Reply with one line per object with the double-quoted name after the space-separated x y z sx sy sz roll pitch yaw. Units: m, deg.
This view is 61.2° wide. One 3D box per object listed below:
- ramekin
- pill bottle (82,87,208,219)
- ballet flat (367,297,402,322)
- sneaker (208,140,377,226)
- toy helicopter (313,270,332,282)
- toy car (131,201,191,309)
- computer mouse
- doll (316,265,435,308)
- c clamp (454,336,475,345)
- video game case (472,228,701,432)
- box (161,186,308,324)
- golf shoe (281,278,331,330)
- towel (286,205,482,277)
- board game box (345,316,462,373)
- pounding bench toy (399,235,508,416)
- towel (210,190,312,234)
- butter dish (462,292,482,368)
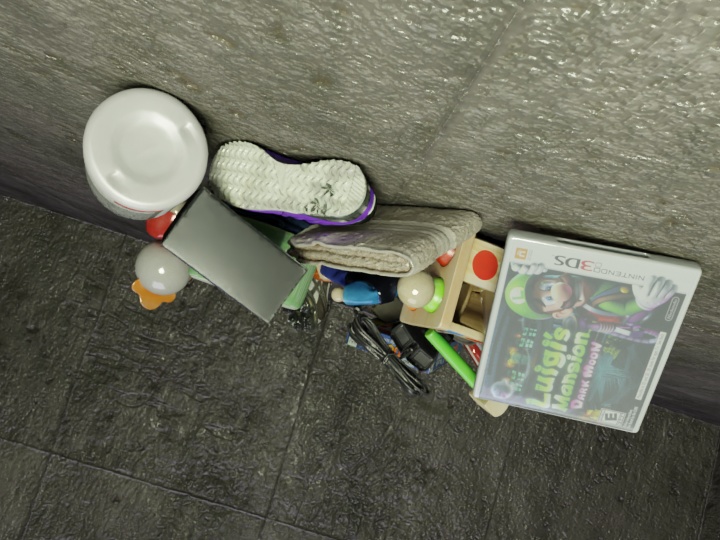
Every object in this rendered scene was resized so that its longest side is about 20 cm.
-0.161 -0.012 0.920 0.197 0.099 0.200 17 174 2 "ramekin"
-0.235 -0.114 0.652 0.113 0.115 0.199 20 172 -23 "pill bottle"
0.000 0.000 0.939 0.201 0.067 0.046 53 176 -28 "ballet flat"
-0.070 -0.084 0.665 0.198 0.071 0.099 16 177 24 "sneaker"
0.020 -0.009 1.020 0.197 0.080 0.132 2 162 16 "toy helicopter"
-0.315 -0.023 1.061 0.184 0.202 0.176 29 -177 43 "toy car"
0.048 0.077 0.793 0.140 0.046 0.200 45 -151 0 "computer mouse"
0.021 -0.002 0.687 0.200 0.136 0.049 24 142 61 "doll"
0.106 0.037 0.879 0.200 0.027 0.171 43 157 -3 "c clamp"
0.222 0.067 0.626 0.179 0.202 0.023 11 -151 9 "video game case"
-0.155 -0.023 0.716 0.141 0.079 0.200 36 175 -17 "box"
-0.100 0.002 1.078 0.077 0.203 0.094 8 -157 34 "golf shoe"
0.020 -0.040 0.666 0.198 0.035 0.132 8 -151 43 "towel"
0.076 0.110 0.959 0.134 0.035 0.200 17 -174 22 "board game box"
0.127 0.058 0.727 0.154 0.203 0.124 18 173 -17 "pounding bench toy"
-0.144 -0.083 0.938 0.198 0.049 0.111 12 172 38 "towel"
0.252 0.087 0.926 0.201 0.147 0.200 56 156 -6 "butter dish"
